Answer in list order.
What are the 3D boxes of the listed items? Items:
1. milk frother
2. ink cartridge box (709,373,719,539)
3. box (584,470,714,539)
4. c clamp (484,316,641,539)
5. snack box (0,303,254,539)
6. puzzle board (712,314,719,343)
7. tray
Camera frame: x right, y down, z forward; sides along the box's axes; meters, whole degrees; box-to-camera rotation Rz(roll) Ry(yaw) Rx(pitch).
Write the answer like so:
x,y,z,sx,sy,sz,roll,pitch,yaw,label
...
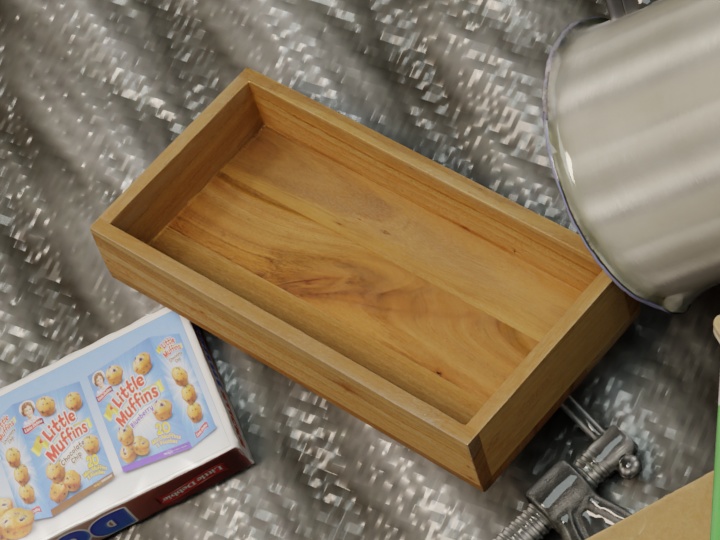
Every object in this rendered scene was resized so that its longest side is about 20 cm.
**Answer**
x,y,z,sx,sy,sz,roll,pitch,yaw,label
0.198,-0.087,1.133,0.187,0.199,0.182,-20,65,36,milk frother
0.216,0.072,0.987,0.199,0.084,0.147,2,54,10,ink cartridge box
0.174,0.146,1.048,0.163,0.021,0.201,-28,55,5,box
0.048,0.142,1.129,0.171,0.027,0.200,38,80,24,c clamp
-0.145,0.088,1.209,0.199,0.024,0.072,-26,61,4,snack box
0.247,0.037,1.071,0.199,0.017,0.151,-23,54,-9,puzzle board
0.000,0.000,1.175,0.199,0.037,0.099,28,64,33,tray
